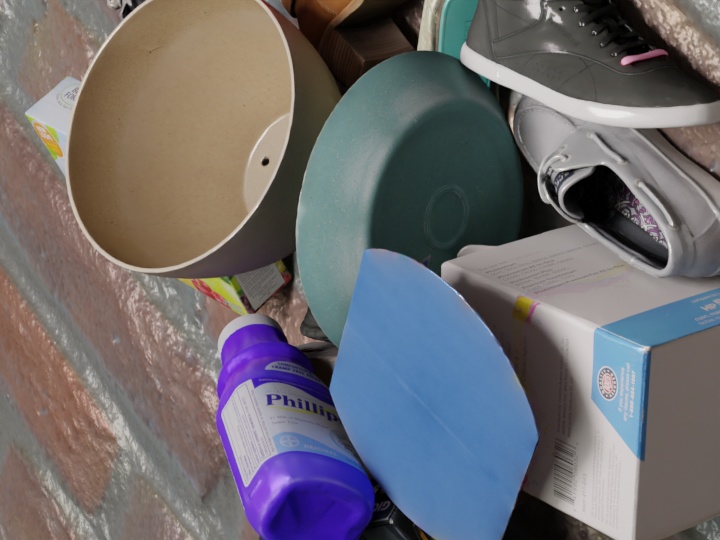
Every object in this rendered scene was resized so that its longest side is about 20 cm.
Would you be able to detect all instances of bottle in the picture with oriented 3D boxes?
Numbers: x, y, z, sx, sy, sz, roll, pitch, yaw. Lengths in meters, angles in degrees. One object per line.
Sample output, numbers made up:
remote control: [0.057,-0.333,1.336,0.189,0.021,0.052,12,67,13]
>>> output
bottle: [-0.051,0.101,1.554,0.065,0.083,0.200,-59,28,22]

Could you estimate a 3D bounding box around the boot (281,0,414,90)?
boot: [-0.007,-0.228,1.601,0.155,0.074,0.200,53,135,35]

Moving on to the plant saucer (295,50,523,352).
plant saucer: [0.042,-0.035,1.489,0.036,0.200,0.200,15,113,42]

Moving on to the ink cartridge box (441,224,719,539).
ink cartridge box: [0.142,0.059,1.444,0.200,0.125,0.129,26,123,47]

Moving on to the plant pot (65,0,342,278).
plant pot: [-0.083,-0.080,1.623,0.200,0.134,0.201,-12,69,35]

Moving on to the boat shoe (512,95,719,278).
boat shoe: [0.146,-0.052,1.452,0.200,0.068,0.072,46,135,38]

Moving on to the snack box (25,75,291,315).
snack box: [-0.153,-0.058,1.806,0.200,0.053,0.142,26,152,46]

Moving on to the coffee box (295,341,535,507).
coffee box: [0.019,0.108,1.632,0.200,0.080,0.115,-2,96,44]

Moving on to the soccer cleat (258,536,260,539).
soccer cleat: [-0.033,0.177,1.766,0.081,0.067,0.200,-6,95,40]

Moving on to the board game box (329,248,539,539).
board game box: [0.054,0.074,1.427,0.158,0.039,0.200,45,145,26]

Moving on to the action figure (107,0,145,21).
action figure: [-0.140,-0.200,1.760,0.200,0.102,0.119,51,130,14]

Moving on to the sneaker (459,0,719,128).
sneaker: [0.139,-0.149,1.433,0.200,0.071,0.099,26,117,44]

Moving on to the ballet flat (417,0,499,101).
ballet flat: [0.061,-0.107,1.570,0.062,0.067,0.200,-114,31,-64]

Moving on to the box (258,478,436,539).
box: [0.049,0.219,1.593,0.200,0.046,0.159,44,147,-20]

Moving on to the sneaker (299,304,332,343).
sneaker: [0.000,0.000,1.604,0.200,0.076,0.091,-120,40,-75]
